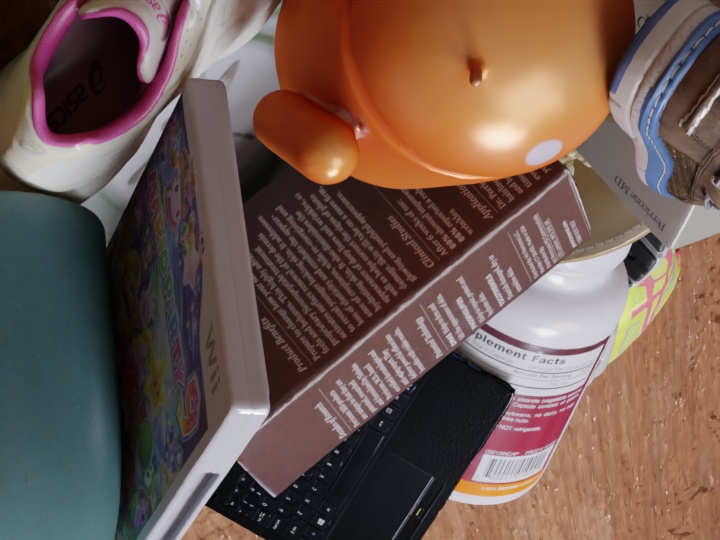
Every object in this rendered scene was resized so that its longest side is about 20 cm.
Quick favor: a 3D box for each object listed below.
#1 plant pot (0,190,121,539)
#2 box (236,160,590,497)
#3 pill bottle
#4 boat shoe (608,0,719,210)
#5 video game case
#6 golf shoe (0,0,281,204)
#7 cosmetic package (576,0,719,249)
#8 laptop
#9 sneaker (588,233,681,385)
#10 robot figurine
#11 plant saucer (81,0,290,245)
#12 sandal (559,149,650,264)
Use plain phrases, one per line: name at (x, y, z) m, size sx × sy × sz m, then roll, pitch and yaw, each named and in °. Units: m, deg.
plant pot at (-0.186, 0.078, 0.821) m, size 0.199 × 0.162 × 0.201 m, roll -12°, pitch 167°, yaw -3°
box at (0.000, 0.000, 0.965) m, size 0.200 × 0.100 × 0.075 m, roll -38°, pitch 150°, yaw -4°
pill bottle at (0.086, 0.030, 1.184) m, size 0.112 × 0.113 × 0.201 m, roll -14°, pitch 140°, yaw -37°
boat shoe at (0.152, -0.047, 0.812) m, size 0.072 × 0.072 × 0.200 m, roll -53°, pitch 160°, yaw 9°
video game case at (-0.083, 0.037, 0.840) m, size 0.018 × 0.144 × 0.200 m, roll 3°, pitch 149°, yaw -22°
golf shoe at (-0.074, -0.109, 0.813) m, size 0.201 × 0.075 × 0.091 m, roll -55°, pitch -170°, yaw -13°
cosmetic package at (0.167, -0.119, 0.933) m, size 0.073 × 0.104 × 0.201 m, roll -20°, pitch 145°, yaw -33°
laptop at (-0.047, 0.102, 1.134) m, size 0.178 × 0.199 × 0.103 m, roll -59°, pitch -179°, yaw 31°
sneaker at (0.162, -0.016, 1.259) m, size 0.090 × 0.078 × 0.201 m, roll -28°, pitch 154°, yaw -35°
robot figurine at (0.034, -0.089, 0.814) m, size 0.143 × 0.200 × 0.118 m, roll 1°, pitch 89°, yaw -19°
plant saucer at (-0.072, -0.061, 0.953) m, size 0.199 × 0.050 × 0.201 m, roll -28°, pitch 147°, yaw -20°
sandal at (0.071, -0.041, 1.045) m, size 0.211 × 0.078 × 0.070 m, roll -17°, pitch 162°, yaw 23°
